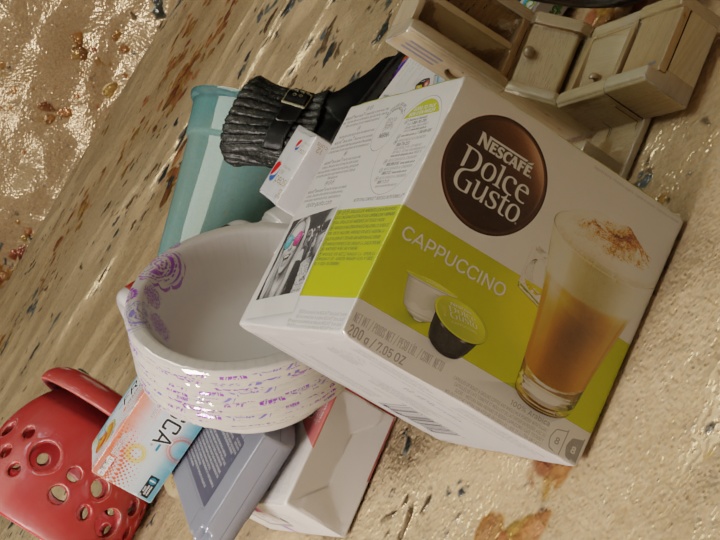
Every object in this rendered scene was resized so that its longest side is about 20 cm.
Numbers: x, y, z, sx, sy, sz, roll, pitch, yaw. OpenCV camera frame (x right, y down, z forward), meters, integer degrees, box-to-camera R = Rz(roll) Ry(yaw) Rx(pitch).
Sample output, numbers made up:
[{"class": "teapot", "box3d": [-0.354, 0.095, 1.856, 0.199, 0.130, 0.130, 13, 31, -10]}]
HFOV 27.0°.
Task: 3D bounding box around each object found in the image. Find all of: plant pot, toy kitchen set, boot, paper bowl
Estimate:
[{"class": "plant pot", "box3d": [-0.325, 0.226, 1.718, 0.183, 0.200, 0.200, -56, 19, -16]}, {"class": "plant pot", "box3d": [-0.128, -0.078, 1.694, 0.200, 0.199, 0.197, -2, 68, 66]}, {"class": "toy kitchen set", "box3d": [0.132, -0.149, 1.170, 0.200, 0.180, 0.164, -9, 55, 65]}, {"class": "boot", "box3d": [-0.037, -0.173, 1.574, 0.157, 0.080, 0.211, 13, 41, 29]}, {"class": "paper bowl", "box3d": [-0.091, 0.057, 1.254, 0.201, 0.199, 0.105, -88, -6, -52]}]

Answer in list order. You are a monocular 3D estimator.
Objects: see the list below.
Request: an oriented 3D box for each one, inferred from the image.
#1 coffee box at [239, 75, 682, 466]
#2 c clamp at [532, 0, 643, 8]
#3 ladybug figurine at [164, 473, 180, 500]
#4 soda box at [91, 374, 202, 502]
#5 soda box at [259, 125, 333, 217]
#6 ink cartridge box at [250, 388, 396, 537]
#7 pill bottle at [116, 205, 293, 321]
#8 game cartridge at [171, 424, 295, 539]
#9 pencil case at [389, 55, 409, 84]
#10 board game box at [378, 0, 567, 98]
[{"class": "coffee box", "box3d": [0.069, 0.002, 1.081, 0.199, 0.199, 0.200, -64, 20, -12]}, {"class": "c clamp", "box3d": [0.173, -0.236, 1.234, 0.200, 0.170, 0.027, 0, 84, 61]}, {"class": "ladybug figurine", "box3d": [-0.143, 0.160, 1.546, 0.136, 0.072, 0.201, -38, 29, 42]}, {"class": "soda box", "box3d": [-0.170, 0.110, 1.388, 0.200, 0.068, 0.064, -55, 18, 11]}, {"class": "soda box", "box3d": [0.020, -0.040, 1.252, 0.068, 0.199, 0.064, -59, 22, 3]}, {"class": "ink cartridge box", "box3d": [-0.060, 0.169, 1.345, 0.200, 0.067, 0.117, -11, 50, 62]}, {"class": "pill bottle", "box3d": [-0.136, 0.020, 1.525, 0.200, 0.116, 0.116, -33, 16, -14]}, {"class": "game cartridge", "box3d": [-0.113, 0.158, 1.335, 0.134, 0.041, 0.200, -61, 19, 7]}, {"class": "pencil case", "box3d": [0.073, -0.196, 1.515, 0.088, 0.088, 0.201, -14, 48, 63]}, {"class": "board game box", "box3d": [0.110, -0.212, 1.419, 0.126, 0.035, 0.200, 15, 64, 52]}]
